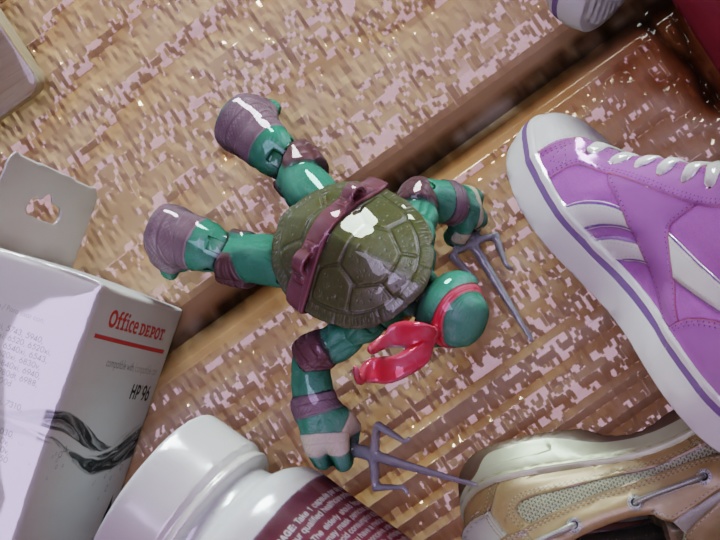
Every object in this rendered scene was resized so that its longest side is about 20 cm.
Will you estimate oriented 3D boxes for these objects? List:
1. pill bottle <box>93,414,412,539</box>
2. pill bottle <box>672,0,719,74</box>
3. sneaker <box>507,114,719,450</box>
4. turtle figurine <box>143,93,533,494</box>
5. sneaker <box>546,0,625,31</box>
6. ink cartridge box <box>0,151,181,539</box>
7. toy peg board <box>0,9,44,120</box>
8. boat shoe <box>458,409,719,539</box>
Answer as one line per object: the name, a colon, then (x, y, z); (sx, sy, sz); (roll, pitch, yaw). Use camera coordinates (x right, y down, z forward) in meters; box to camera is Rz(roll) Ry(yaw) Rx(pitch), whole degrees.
pill bottle: (-0.017, 0.159, 0.761); (0.199, 0.114, 0.115); (35, 91, 15)
pill bottle: (0.218, -0.089, 0.741); (0.112, 0.113, 0.201); (-32, 77, 7)
sneaker: (0.144, -0.028, 0.726); (0.115, 0.072, 0.201); (-58, 44, 24)
turtle figurine: (0.000, 0.000, 0.781); (0.199, 0.101, 0.150); (31, 66, 29)
sneaker: (0.100, -0.212, 0.810); (0.113, 0.073, 0.202); (18, 77, 17)
ink cartridge box: (-0.146, 0.058, 0.802); (0.067, 0.116, 0.202); (18, 88, 13)
toy peg board: (-0.296, -0.115, 0.835); (0.199, 0.098, 0.200); (-33, 95, 10)
boat shoe: (0.142, 0.105, 0.742); (0.198, 0.072, 0.077); (-15, 42, 11)
